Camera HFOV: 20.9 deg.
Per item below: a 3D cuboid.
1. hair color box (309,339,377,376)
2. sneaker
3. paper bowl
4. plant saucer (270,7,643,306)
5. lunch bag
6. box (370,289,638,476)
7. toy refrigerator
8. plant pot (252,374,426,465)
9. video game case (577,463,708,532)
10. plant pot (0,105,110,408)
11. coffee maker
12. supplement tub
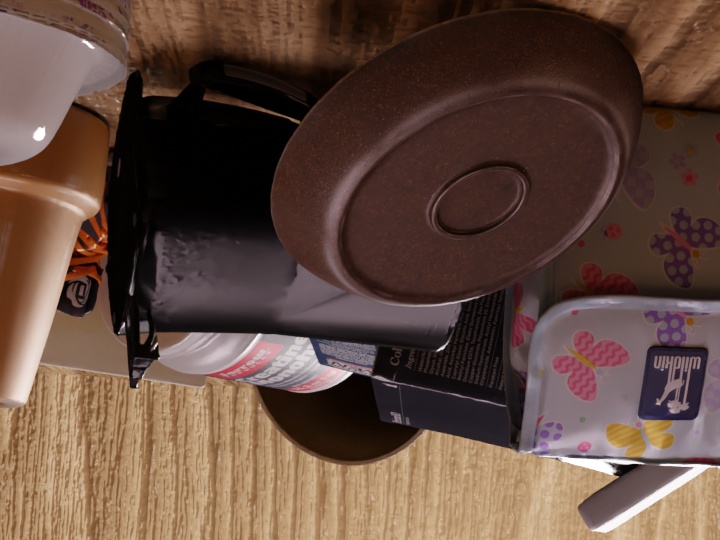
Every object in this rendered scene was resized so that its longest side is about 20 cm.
[{"bbox_3d":[0.000,0.000,1.348,0.060,0.101,0.200,13,164,8],"label":"hair color box"},{"bbox_3d":[-0.173,-0.022,1.357,0.199,0.113,0.077,0,171,27],"label":"sneaker"},{"bbox_3d":[-0.198,-0.105,0.834,0.199,0.105,0.201,3,173,0],"label":"paper bowl"},{"bbox_3d":[0.055,-0.045,0.972,0.199,0.035,0.201,-14,142,-12],"label":"plant saucer"},{"bbox_3d":[0.172,0.012,1.119,0.168,0.201,0.127,5,172,-5],"label":"lunch bag"},{"bbox_3d":[0.107,0.056,1.278,0.181,0.105,0.200,12,168,4],"label":"box"},{"bbox_3d":[-0.216,0.045,1.545,0.199,0.070,0.076,13,173,-44],"label":"toy refrigerator"},{"bbox_3d":[0.026,0.062,1.712,0.185,0.188,0.200,0,-175,23],"label":"plant pot"},{"bbox_3d":[0.240,0.118,1.334,0.199,0.023,0.182,-33,168,4],"label":"video game case"},{"bbox_3d":[-0.266,-0.010,1.240,0.199,0.185,0.200,4,172,1],"label":"plant pot"},{"bbox_3d":[-0.038,-0.011,1.100,0.199,0.193,0.135,4,156,-14],"label":"coffee maker"},{"bbox_3d":[-0.088,0.014,1.471,0.140,0.141,0.200,-2,170,36],"label":"supplement tub"}]
